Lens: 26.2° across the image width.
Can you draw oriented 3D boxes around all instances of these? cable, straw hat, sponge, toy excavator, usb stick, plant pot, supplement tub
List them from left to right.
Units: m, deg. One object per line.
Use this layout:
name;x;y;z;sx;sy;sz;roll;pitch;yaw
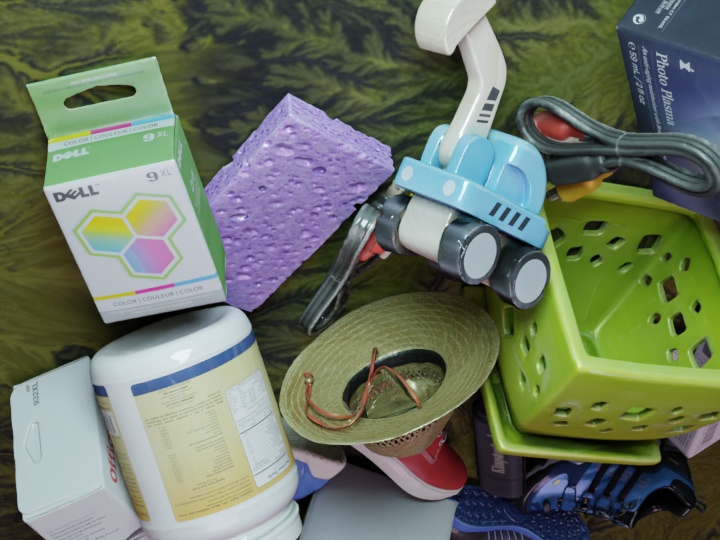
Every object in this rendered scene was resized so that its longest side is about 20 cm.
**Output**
supplement tub;-0.135;0.146;1.315;0.143;0.144;0.202;-17;100;3
sponge;-0.075;-0.049;1.265;0.111;0.030;0.200;23;128;-34
cable;0.000;0.000;1.305;0.050;0.097;0.201;38;124;9
straw hat;0.034;0.113;1.343;0.199;0.202;0.086;-18;123;4
toy excavator;0.086;-0.096;1.186;0.193;0.099;0.202;23;89;-44
usb stick;0.140;0.179;1.547;0.055;0.033;0.201;20;155;16
plant pot;0.204;0.058;1.347;0.197;0.202;0.182;7;141;-24
cable;0.196;-0.099;1.186;0.199;0.050;0.098;-3;119;48

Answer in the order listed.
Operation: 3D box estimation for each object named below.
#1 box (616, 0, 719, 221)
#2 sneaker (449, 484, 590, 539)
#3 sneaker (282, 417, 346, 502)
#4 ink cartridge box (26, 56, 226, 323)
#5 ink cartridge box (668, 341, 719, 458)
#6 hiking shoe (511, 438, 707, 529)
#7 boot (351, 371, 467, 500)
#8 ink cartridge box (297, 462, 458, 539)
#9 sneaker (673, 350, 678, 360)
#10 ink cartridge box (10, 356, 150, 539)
box;0.313;-0.124;1.145;0.124;0.197;0.201;-51;143;-20
sneaker;0.154;0.281;1.682;0.198;0.071;0.078;17;139;-27
sneaker;-0.114;0.180;1.473;0.111;0.077;0.199;-44;139;17
ink cartridge box;-0.176;-0.056;1.180;0.102;0.060;0.201;-11;132;5
ink cartridge box;0.397;0.080;1.541;0.172;0.044;0.201;-26;146;-28
hiking shoe;0.260;0.231;1.635;0.197;0.087;0.075;-12;140;-3
boot;0.077;0.141;1.496;0.144;0.073;0.200;-34;132;19
ink cartridge box;-0.005;0.324;1.585;0.146;0.145;0.201;18;135;0
sneaker;0.229;0.102;1.488;0.197;0.082;0.076;-4;137;-15
ink cartridge box;-0.228;0.196;1.405;0.083;0.146;0.201;-23;140;9
